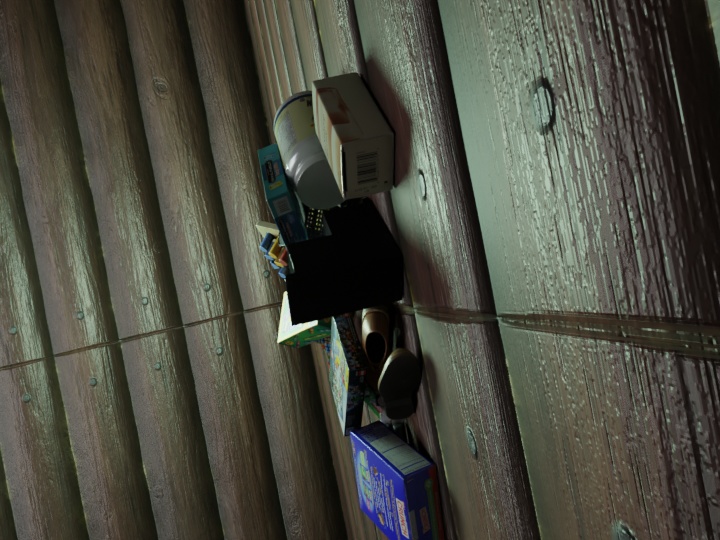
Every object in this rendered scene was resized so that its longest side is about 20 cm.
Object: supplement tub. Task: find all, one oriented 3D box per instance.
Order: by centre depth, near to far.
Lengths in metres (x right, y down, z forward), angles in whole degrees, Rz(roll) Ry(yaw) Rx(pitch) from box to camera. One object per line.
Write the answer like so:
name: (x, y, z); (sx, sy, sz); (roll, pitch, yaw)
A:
supplement tub: (-0.088, -0.237, 1.164); (0.147, 0.140, 0.204); (92, 163, -51)

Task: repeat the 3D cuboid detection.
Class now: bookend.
bookend: (-0.047, -0.023, 1.022); (0.201, 0.193, 0.095); (-117, 18, -52)

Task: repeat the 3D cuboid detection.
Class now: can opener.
can opener: (0.071, 0.316, 1.177); (0.066, 0.051, 0.208); (-15, -83, -66)

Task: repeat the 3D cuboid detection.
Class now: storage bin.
storage bin: (-0.114, -0.119, 1.359); (0.199, 0.091, 0.141); (-1, 79, 65)

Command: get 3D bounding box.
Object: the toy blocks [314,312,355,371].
toy blocks: (-0.060, 0.132, 1.352); (0.137, 0.096, 0.206); (-55, -36, -53)

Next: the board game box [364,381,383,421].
board game box: (0.008, 0.206, 1.264); (0.136, 0.028, 0.203); (55, -169, -44)

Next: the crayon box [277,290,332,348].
crayon box: (-0.109, 0.086, 1.275); (0.198, 0.057, 0.123); (-28, 51, 53)

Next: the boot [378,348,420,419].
boot: (0.062, 0.179, 1.015); (0.203, 0.071, 0.077); (89, 175, -52)

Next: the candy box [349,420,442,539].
candy box: (0.064, 0.397, 1.076); (0.198, 0.075, 0.176); (21, 121, 61)

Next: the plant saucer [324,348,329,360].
plant saucer: (-0.050, 0.172, 1.515); (0.199, 0.030, 0.207); (-19, -89, -74)

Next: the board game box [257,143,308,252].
board game box: (-0.154, -0.138, 1.188); (0.202, 0.045, 0.154); (-110, 2, -51)

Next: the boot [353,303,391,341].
boot: (-0.011, 0.076, 1.174); (0.186, 0.064, 0.202); (46, 158, 24)

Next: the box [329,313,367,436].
box: (-0.026, 0.198, 1.130); (0.139, 0.036, 0.204); (-110, 18, -45)

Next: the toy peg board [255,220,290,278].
toy peg board: (-0.185, -0.020, 1.603); (0.100, 0.194, 0.202); (-62, -32, -24)

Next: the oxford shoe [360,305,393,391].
oxford shoe: (0.028, 0.161, 1.078); (0.072, 0.068, 0.205); (-85, -10, -51)

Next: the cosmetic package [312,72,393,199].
cosmetic package: (-0.015, -0.219, 0.945); (0.203, 0.084, 0.106); (-112, 14, -46)

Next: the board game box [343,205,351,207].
board game box: (0.000, 0.000, 1.258); (0.203, 0.025, 0.204); (92, 163, -52)

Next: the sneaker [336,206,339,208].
sneaker: (-0.064, -0.056, 1.444); (0.075, 0.076, 0.208); (-125, 45, -76)
